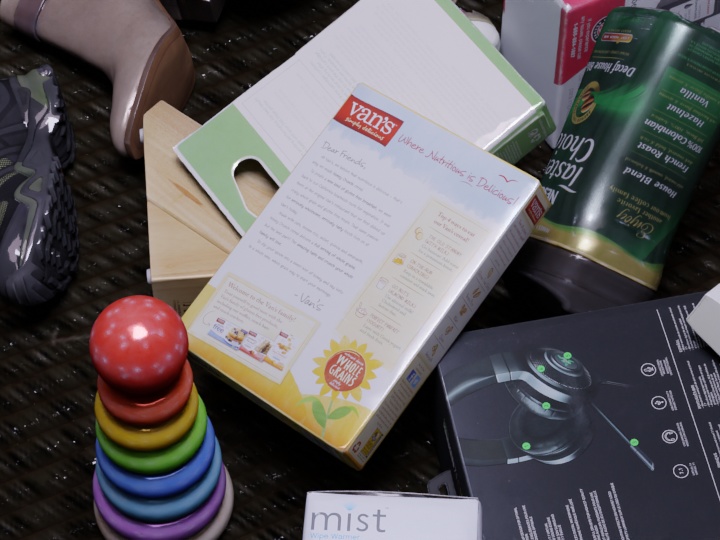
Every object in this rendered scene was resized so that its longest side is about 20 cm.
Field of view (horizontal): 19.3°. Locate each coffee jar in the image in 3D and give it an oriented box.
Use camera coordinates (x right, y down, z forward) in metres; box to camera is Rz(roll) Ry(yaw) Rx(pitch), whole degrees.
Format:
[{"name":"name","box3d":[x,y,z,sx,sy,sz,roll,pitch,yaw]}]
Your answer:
[{"name":"coffee jar","box3d":[0.164,-0.061,1.327,0.085,0.104,0.200,24,88,-24]}]

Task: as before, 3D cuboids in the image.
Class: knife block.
[{"name":"knife block","box3d":[-0.050,-0.020,1.368,0.175,0.064,0.200,-5,54,-4]}]

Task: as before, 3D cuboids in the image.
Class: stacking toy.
[{"name":"stacking toy","box3d":[-0.119,0.087,1.206,0.085,0.200,0.085,0,55,0]}]

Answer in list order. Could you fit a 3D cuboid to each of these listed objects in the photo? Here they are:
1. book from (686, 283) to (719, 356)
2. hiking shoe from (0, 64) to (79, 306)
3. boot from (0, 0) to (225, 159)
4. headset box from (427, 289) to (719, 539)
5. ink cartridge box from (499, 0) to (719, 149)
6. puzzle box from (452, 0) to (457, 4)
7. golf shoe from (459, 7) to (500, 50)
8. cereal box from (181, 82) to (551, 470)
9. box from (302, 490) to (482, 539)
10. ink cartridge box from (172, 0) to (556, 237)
[{"name":"book","box3d":[0.297,0.031,1.278,0.134,0.048,0.200,45,43,12]},{"name":"hiking shoe","box3d":[-0.241,-0.049,1.393,0.101,0.076,0.200,-10,45,4]},{"name":"boot","box3d":[-0.184,-0.168,1.477,0.146,0.070,0.200,13,52,14]},{"name":"headset box","box3d":[0.140,0.119,1.248,0.200,0.093,0.174,-10,55,-7]},{"name":"ink cartridge box","box3d":[0.201,-0.188,1.436,0.200,0.145,0.083,-22,56,-15]},{"name":"puzzle box","box3d":[0.083,-0.280,1.511,0.025,0.133,0.200,19,57,13]},{"name":"golf shoe","box3d":[0.018,-0.103,1.424,0.200,0.073,0.092,-30,62,-14]},{"name":"cereal box","box3d":[0.000,0.000,1.263,0.144,0.040,0.200,32,79,28]},{"name":"box","box3d":[0.015,0.238,1.098,0.097,0.200,0.177,2,55,2]},{"name":"ink cartridge box","box3d":[0.002,-0.085,1.347,0.200,0.048,0.146,-39,65,-1]}]
